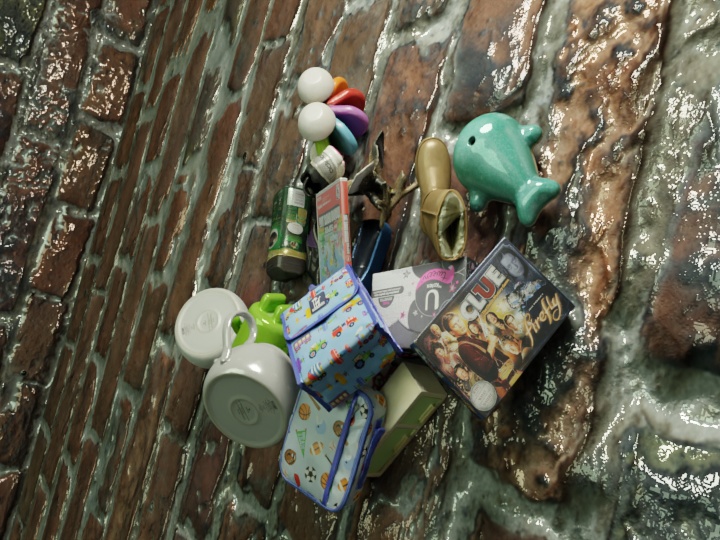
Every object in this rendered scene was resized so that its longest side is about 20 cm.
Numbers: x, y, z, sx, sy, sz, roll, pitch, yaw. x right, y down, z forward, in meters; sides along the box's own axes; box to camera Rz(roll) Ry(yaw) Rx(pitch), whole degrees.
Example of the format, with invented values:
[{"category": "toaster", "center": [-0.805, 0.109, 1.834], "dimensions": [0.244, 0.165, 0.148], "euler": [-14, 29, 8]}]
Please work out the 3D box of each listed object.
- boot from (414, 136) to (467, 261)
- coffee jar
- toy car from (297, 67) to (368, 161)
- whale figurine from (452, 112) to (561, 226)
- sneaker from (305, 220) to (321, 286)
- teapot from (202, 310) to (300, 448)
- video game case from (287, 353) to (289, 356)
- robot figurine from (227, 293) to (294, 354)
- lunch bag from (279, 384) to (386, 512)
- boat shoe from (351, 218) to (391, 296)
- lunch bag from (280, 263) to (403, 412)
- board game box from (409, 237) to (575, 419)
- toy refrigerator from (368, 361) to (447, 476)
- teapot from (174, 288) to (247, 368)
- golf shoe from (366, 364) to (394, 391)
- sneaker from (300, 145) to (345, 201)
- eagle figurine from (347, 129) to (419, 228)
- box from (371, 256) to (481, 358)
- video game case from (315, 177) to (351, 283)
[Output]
[{"category": "boot", "center": [0.129, -0.122, 0.836], "dimensions": [0.200, 0.063, 0.183], "euler": [-87, -8, -79]}, {"category": "coffee jar", "center": [-0.164, -0.079, 1.216], "dimensions": [0.103, 0.083, 0.208], "euler": [-22, 60, 58]}, {"category": "toy car", "center": [-0.054, -0.330, 1.157], "dimensions": [0.144, 0.176, 0.208], "euler": [-6, 67, 6]}, {"category": "whale figurine", "center": [0.218, -0.161, 0.820], "dimensions": [0.160, 0.102, 0.203], "euler": [-49, 46, 22]}, {"category": "sneaker", "center": [-0.079, 0.000, 1.127], "dimensions": [0.088, 0.073, 0.207], "euler": [-44, 44, 47]}, {"category": "teapot", "center": [-0.185, 0.205, 0.970], "dimensions": [0.147, 0.192, 0.204], "euler": [-62, -3, -58]}, {"category": "video game case", "center": [-0.115, 0.246, 1.093], "dimensions": [0.180, 0.035, 0.206], "euler": [30, 99, 48]}, {"category": "robot figurine", "center": [-0.205, 0.151, 1.115], "dimensions": [0.173, 0.115, 0.205], "euler": [35, 103, 22]}, {"category": "lunch bag", "center": [-0.042, 0.267, 0.858], "dimensions": [0.156, 0.075, 0.208], "euler": [19, 92, 34]}, {"category": "boat shoe", "center": [0.000, 0.000, 1.029], "dimensions": [0.067, 0.084, 0.206], "euler": [17, 75, 30]}, {"category": "lunch bag", "center": [-0.044, 0.088, 0.849], "dimensions": [0.149, 0.095, 0.202], "euler": [-37, 41, 4]}, {"category": "board game box", "center": [0.179, 0.075, 0.719], "dimensions": [0.135, 0.035, 0.200], "euler": [42, 78, 7]}, {"category": "toy refrigerator", "center": [0.052, 0.254, 0.882], "dimensions": [0.203, 0.074, 0.070], "euler": [-55, 45, 18]}, {"category": "teapot", "center": [-0.344, 0.158, 1.288], "dimensions": [0.192, 0.148, 0.204], "euler": [20, 65, 19]}, {"category": "golf shoe", "center": [0.018, 0.145, 0.960], "dimensions": [0.090, 0.074, 0.208], "euler": [-13, 66, 47]}, {"category": "sneaker", "center": [-0.086, -0.177, 1.108], "dimensions": [0.075, 0.086, 0.201], "euler": [53, 162, 12]}, {"category": "eagle figurine", "center": [0.020, -0.170, 1.017], "dimensions": [0.202, 0.147, 0.155], "euler": [-125, 29, -46]}, {"category": "box", "center": [0.116, 0.066, 0.846], "dimensions": [0.196, 0.113, 0.138], "euler": [-10, 70, 44]}, {"category": "video game case", "center": [-0.050, -0.053, 0.983], "dimensions": [0.142, 0.017, 0.209], "euler": [169, 98, -67]}]
